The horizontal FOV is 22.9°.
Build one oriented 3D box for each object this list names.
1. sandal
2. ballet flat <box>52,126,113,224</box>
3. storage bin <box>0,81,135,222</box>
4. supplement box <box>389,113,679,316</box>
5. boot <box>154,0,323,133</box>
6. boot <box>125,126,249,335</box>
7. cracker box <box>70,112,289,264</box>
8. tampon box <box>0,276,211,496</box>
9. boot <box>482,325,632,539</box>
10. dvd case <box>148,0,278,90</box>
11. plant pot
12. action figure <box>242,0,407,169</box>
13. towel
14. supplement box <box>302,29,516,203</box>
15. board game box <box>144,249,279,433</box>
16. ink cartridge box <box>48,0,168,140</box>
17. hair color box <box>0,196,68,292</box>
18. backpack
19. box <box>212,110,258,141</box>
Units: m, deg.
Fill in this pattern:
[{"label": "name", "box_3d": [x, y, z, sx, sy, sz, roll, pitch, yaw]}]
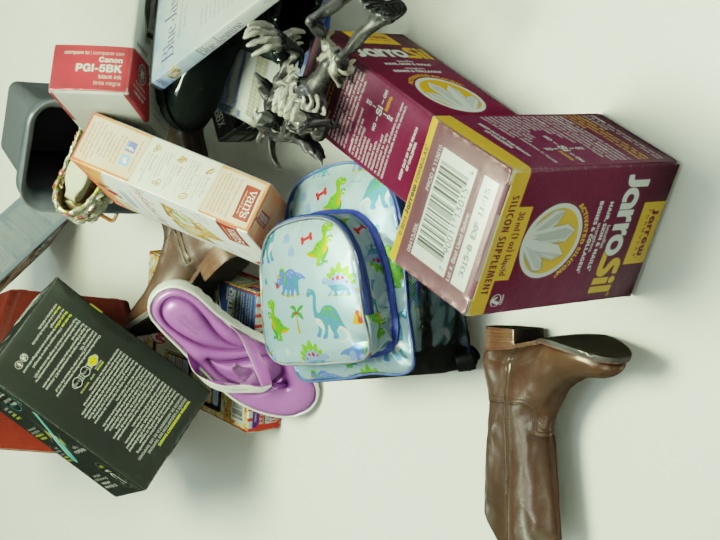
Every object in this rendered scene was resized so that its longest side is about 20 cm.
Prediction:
[{"label": "sandal", "box_3d": [-0.133, 0.090, 1.788, 0.202, 0.050, 0.083, 35, 113, -10]}, {"label": "ballet flat", "box_3d": [-0.262, -0.137, 1.827, 0.075, 0.064, 0.201, 24, 103, 15]}, {"label": "storage bin", "box_3d": [-0.295, -0.136, 1.943, 0.134, 0.199, 0.146, 40, 123, 52]}, {"label": "supplement box", "box_3d": [0.140, -0.048, 1.427, 0.103, 0.199, 0.131, 37, 121, 40]}, {"label": "boot", "box_3d": [-0.111, -0.217, 1.668, 0.162, 0.073, 0.199, 19, 99, 46]}, {"label": "boot", "box_3d": [-0.208, -0.055, 1.858, 0.186, 0.064, 0.201, -36, 67, 27]}, {"label": "cracker box", "box_3d": [-0.165, -0.073, 1.713, 0.199, 0.134, 0.058, 22, 79, 18]}, {"label": "tampon box", "box_3d": [-0.282, 0.124, 1.841, 0.200, 0.127, 0.150, 38, 161, -10]}, {"label": "boot", "box_3d": [0.166, 0.153, 1.525, 0.186, 0.064, 0.201, 7, 97, 62]}, {"label": "dvd case", "box_3d": [-0.125, -0.266, 1.609, 0.200, 0.017, 0.143, -30, 48, 41]}, {"label": "plant pot", "box_3d": [-0.345, 0.117, 2.000, 0.200, 0.199, 0.177, 168, 108, -68]}, {"label": "action figure", "box_3d": [-0.051, -0.174, 1.546, 0.200, 0.102, 0.119, -52, 56, 28]}, {"label": "towel", "box_3d": [-0.106, -0.218, 1.730, 0.200, 0.024, 0.148, 27, 112, 41]}, {"label": "supplement box", "box_3d": [0.046, -0.135, 1.596, 0.200, 0.110, 0.086, 41, 122, 39]}, {"label": "board game box", "box_3d": [-0.159, 0.072, 1.906, 0.200, 0.046, 0.152, 20, 110, 46]}, {"label": "ink cartridge box", "box_3d": [-0.233, -0.242, 1.734, 0.082, 0.147, 0.201, 3, 76, 10]}, {"label": "hair color box", "box_3d": [-0.422, -0.019, 2.086, 0.061, 0.200, 0.099, 43, 133, -3]}, {"label": "backpack", "box_3d": [0.000, 0.000, 1.639, 0.183, 0.147, 0.201, -7, 85, 46]}, {"label": "box", "box_3d": [-0.109, -0.251, 1.796, 0.157, 0.050, 0.201, -30, 73, 47]}]
